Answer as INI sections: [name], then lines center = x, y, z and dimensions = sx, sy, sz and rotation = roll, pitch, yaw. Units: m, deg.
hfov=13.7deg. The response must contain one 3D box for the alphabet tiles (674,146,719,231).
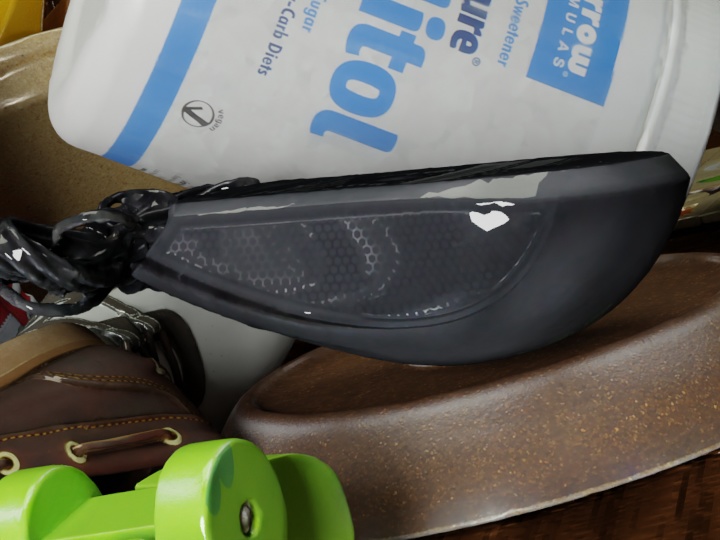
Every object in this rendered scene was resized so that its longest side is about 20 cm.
[alphabet tiles]
center = 0.130, -0.032, 1.236
dimensions = 0.199, 0.006, 0.166
rotation = -12, 10, 24

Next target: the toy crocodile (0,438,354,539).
[toy crocodile]
center = -0.064, 0.086, 0.663
dimensions = 0.067, 0.062, 0.200
rotation = -11, 14, 28

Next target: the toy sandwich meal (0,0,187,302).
[toy sandwich meal]
center = -0.103, -0.038, 1.115
dimensions = 0.204, 0.206, 0.070
rotation = -17, 48, -7

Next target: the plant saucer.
[plant saucer]
center = 0.043, 0.033, 0.877
dimensions = 0.199, 0.035, 0.200
rotation = -14, 8, 2

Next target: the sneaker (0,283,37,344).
[sneaker]
center = -0.143, -0.011, 0.981
dimensions = 0.071, 0.113, 0.200
rotation = 12, -10, 42

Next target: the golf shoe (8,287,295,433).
[golf shoe]
center = -0.080, 0.044, 0.917
dimensions = 0.199, 0.078, 0.094
rotation = -31, 20, -28

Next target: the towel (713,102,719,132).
[towel]
center = 0.171, -0.083, 1.076
dimensions = 0.132, 0.035, 0.200
rotation = 24, -21, -24

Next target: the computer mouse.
[computer mouse]
center = 0.000, 0.000, 0.839
dimensions = 0.199, 0.053, 0.138
rotation = -3, 4, 30

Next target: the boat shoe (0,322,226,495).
[boat shoe]
center = -0.113, 0.074, 0.772
dimensions = 0.070, 0.071, 0.200
rotation = 36, 45, 25

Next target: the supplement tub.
[supplement tub]
center = 0.007, -0.073, 0.999
dimensions = 0.199, 0.133, 0.132
rotation = 19, 2, -12
